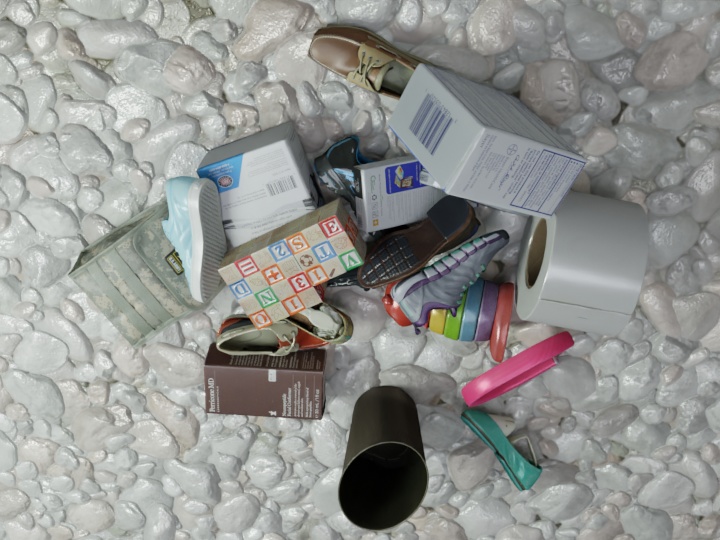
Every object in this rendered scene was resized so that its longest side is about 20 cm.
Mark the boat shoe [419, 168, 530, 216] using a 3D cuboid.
[{"bbox_3d":[0.179,-0.127,1.420,0.199,0.069,0.057,16,95,-29],"label":"boat shoe"}]

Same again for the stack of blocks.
[{"bbox_3d":[-0.092,-0.007,1.415,0.199,0.059,0.115,-24,114,17],"label":"stack of blocks"}]

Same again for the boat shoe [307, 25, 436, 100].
[{"bbox_3d":[0.024,-0.287,1.356,0.199,0.074,0.076,17,116,-6],"label":"boat shoe"}]

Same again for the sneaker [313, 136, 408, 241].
[{"bbox_3d":[0.021,-0.112,1.447,0.082,0.073,0.200,-39,112,14],"label":"sneaker"}]

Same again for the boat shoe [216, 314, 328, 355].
[{"bbox_3d":[-0.135,0.107,1.571,0.199,0.063,0.072,0,115,0],"label":"boat shoe"}]

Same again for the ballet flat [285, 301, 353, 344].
[{"bbox_3d":[-0.100,0.056,1.522,0.199,0.071,0.071,29,115,0],"label":"ballet flat"}]

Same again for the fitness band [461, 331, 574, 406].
[{"bbox_3d":[0.253,0.159,1.541,0.200,0.144,0.038,-33,75,16],"label":"fitness band"}]

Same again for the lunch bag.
[{"bbox_3d":[-0.316,-0.003,1.493,0.200,0.118,0.164,-33,112,10],"label":"lunch bag"}]

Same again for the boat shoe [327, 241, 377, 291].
[{"bbox_3d":[-0.001,0.001,1.505,0.198,0.075,0.066,-5,119,5],"label":"boat shoe"}]

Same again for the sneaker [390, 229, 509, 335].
[{"bbox_3d":[0.147,0.016,1.447,0.199,0.074,0.088,-30,88,-3],"label":"sneaker"}]

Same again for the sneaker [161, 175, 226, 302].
[{"bbox_3d":[-0.250,-0.050,1.425,0.082,0.074,0.201,15,119,23],"label":"sneaker"}]

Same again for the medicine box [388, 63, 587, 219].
[{"bbox_3d":[0.171,-0.174,1.309,0.199,0.182,0.103,11,120,-36],"label":"medicine box"}]

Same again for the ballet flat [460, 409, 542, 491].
[{"bbox_3d":[0.249,0.293,1.659,0.070,0.067,0.200,-41,111,-6],"label":"ballet flat"}]

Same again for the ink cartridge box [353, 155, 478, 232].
[{"bbox_3d":[0.085,-0.123,1.426,0.199,0.037,0.095,-13,111,-24],"label":"ink cartridge box"}]

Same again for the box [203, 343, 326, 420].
[{"bbox_3d":[-0.157,0.185,1.606,0.199,0.075,0.101,3,118,2],"label":"box"}]

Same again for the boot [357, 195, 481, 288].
[{"bbox_3d":[0.093,-0.030,1.430,0.200,0.097,0.075,-34,67,16],"label":"boot"}]

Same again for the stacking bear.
[{"bbox_3d":[0.134,0.057,1.514,0.199,0.122,0.114,9,119,6],"label":"stacking bear"}]

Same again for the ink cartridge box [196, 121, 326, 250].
[{"bbox_3d":[-0.135,-0.100,1.451,0.146,0.086,0.201,-17,117,12],"label":"ink cartridge box"}]

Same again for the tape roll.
[{"bbox_3d":[0.321,-0.013,1.415,0.138,0.203,0.204,10,117,-4],"label":"tape roll"}]

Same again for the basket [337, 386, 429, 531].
[{"bbox_3d":[0.039,0.293,1.581,0.135,0.200,0.181,19,115,-7],"label":"basket"}]
